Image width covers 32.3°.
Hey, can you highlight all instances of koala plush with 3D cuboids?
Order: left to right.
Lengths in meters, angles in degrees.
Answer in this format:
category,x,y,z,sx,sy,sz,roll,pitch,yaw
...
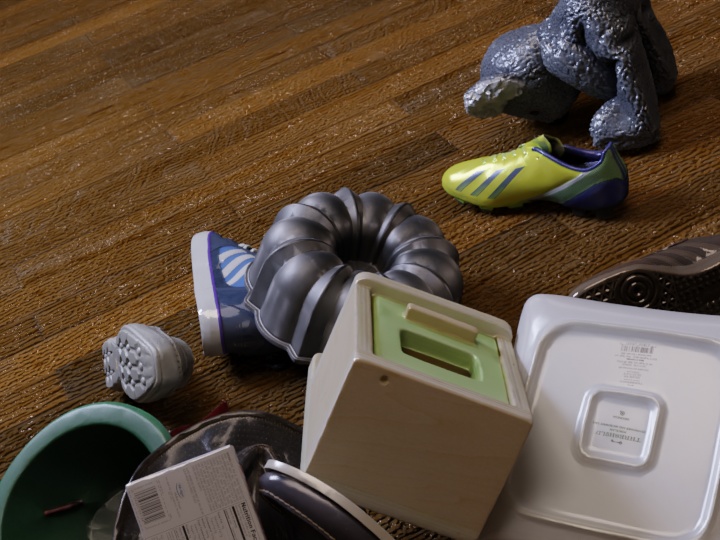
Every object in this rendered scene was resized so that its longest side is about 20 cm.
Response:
category,x,y,z,sx,sy,sz,roll,pitch,yaw
koala plush,0.214,-0.226,1.343,0.199,0.184,0.178,-11,30,32

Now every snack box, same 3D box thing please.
category,x,y,z,sx,sy,sz,roll,pitch,yaw
snack box,-0.079,0.216,0.777,0.072,0.201,0.024,-20,-6,-6

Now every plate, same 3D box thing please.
category,x,y,z,sx,sy,sz,roll,pitch,yaw
plate,0.181,0.112,0.854,0.199,0.032,0.201,6,68,29

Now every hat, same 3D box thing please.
category,x,y,z,sx,sy,sz,roll,pitch,yaw
hat,-0.169,0.202,0.989,0.200,0.176,0.166,-45,60,-2
hat,-0.077,0.174,0.842,0.199,0.081,0.202,5,57,-7

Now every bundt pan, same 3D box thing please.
category,x,y,z,sx,sy,sz,roll,pitch,yaw
bundt pan,0.000,0.000,1.087,0.201,0.076,0.203,8,41,-7

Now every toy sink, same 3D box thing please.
category,x,y,z,sx,sy,sz,roll,pitch,yaw
toy sink,0.038,0.083,0.906,0.130,0.113,0.200,21,19,-7

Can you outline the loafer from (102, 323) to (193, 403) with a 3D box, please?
category,x,y,z,sx,sy,sz,roll,pitch,yaw
loafer,-0.179,0.077,1.087,0.069,0.070,0.200,-7,1,-20

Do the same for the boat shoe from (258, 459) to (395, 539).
category,x,y,z,sx,sy,sz,roll,pitch,yaw
boat shoe,0.005,0.200,0.779,0.063,0.200,0.073,-48,-1,-17

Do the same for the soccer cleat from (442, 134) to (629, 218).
category,x,y,z,sx,sy,sz,roll,pitch,yaw
soccer cleat,0.170,-0.102,1.232,0.199,0.084,0.065,6,39,33

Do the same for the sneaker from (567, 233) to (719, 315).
category,x,y,z,sx,sy,sz,roll,pitch,yaw
sneaker,0.263,0.013,1.047,0.199,0.071,0.076,-13,15,-3

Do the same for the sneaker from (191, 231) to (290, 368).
category,x,y,z,sx,sy,sz,roll,pitch,yaw
sneaker,-0.084,0.015,1.192,0.145,0.081,0.200,-8,26,-5
